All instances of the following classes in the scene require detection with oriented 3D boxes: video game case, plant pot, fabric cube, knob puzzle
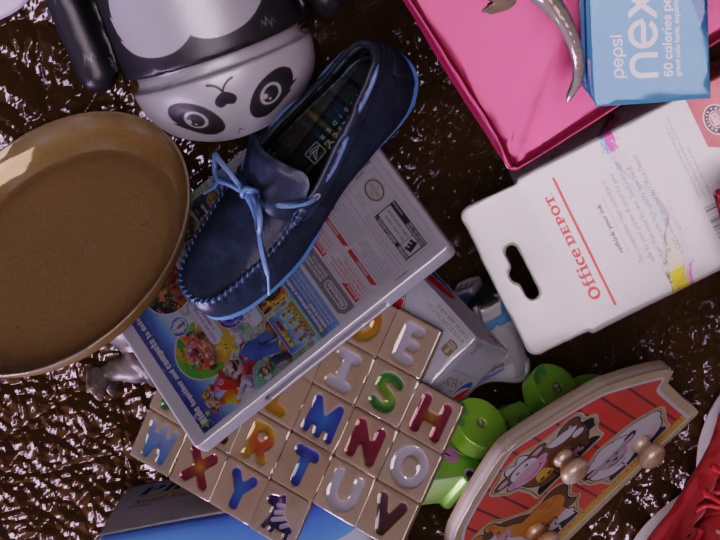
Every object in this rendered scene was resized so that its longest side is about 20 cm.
[{"bbox_3d":[-0.058,-0.003,1.506,0.200,0.018,0.143,-39,65,6],"label":"video game case"},{"bbox_3d":[-0.190,-0.013,1.534,0.200,0.200,0.027,-32,136,6],"label":"plant pot"},{"bbox_3d":[0.115,-0.203,1.475,0.200,0.199,0.196,-31,101,6],"label":"fabric cube"},{"bbox_3d":[0.132,0.136,1.557,0.220,0.220,0.030,-45,63,8],"label":"knob puzzle"}]

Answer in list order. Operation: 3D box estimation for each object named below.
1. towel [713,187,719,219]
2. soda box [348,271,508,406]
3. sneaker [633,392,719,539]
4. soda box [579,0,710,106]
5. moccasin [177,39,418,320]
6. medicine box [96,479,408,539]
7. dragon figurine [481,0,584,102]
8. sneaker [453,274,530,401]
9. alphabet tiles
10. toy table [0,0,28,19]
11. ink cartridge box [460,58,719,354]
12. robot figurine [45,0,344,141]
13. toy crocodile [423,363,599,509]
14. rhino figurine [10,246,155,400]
[{"bbox_3d":[0.308,0.001,1.559,0.145,0.022,0.200,-33,119,-21],"label":"towel"},{"bbox_3d":[0.000,0.000,1.538,0.064,0.068,0.200,-46,68,8],"label":"soda box"},{"bbox_3d":[0.250,0.152,1.594,0.078,0.116,0.200,27,101,-6],"label":"sneaker"},{"bbox_3d":[0.155,-0.195,1.344,0.068,0.064,0.200,-3,103,0],"label":"soda box"},{"bbox_3d":[-0.050,-0.063,1.472,0.080,0.068,0.200,34,88,26],"label":"moccasin"},{"bbox_3d":[-0.055,0.232,1.596,0.182,0.103,0.200,-11,105,12],"label":"medicine box"},{"bbox_3d":[0.066,-0.189,1.346,0.059,0.099,0.200,-43,118,6],"label":"dragon figurine"},{"bbox_3d":[0.022,0.084,1.602,0.200,0.075,0.087,-24,111,7],"label":"sneaker"},{"bbox_3d":[-0.036,0.085,1.505,0.200,0.008,0.167,28,98,26],"label":"alphabet tiles"},{"bbox_3d":[-0.296,-0.222,1.508,0.200,0.117,0.184,16,101,-3],"label":"toy table"},{"bbox_3d":[0.173,-0.040,1.577,0.200,0.068,0.117,-26,101,3],"label":"ink cartridge box"},{"bbox_3d":[-0.105,-0.179,1.513,0.125,0.150,0.200,-30,105,-41],"label":"robot figurine"},{"bbox_3d":[0.093,0.113,1.565,0.062,0.200,0.068,53,134,16],"label":"toy crocodile"},{"bbox_3d":[-0.139,0.053,1.597,0.087,0.060,0.200,-31,105,10],"label":"rhino figurine"}]
